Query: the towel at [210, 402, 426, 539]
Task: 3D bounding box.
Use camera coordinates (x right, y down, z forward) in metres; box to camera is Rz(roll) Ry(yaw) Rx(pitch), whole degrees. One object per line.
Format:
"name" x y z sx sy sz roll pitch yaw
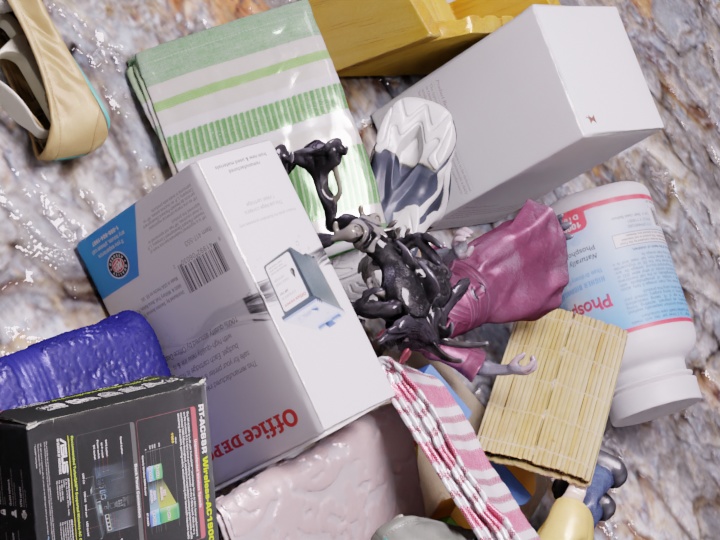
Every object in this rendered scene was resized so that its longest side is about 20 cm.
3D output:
"towel" -0.021 0.211 1.226 0.200 0.032 0.191 -26 113 -48

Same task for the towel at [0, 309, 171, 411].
"towel" -0.196 0.118 1.152 0.200 0.050 0.148 -22 91 -49

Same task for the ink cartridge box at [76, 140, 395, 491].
"ink cartridge box" -0.088 0.034 1.224 0.086 0.146 0.200 -24 86 -48

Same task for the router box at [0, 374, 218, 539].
"router box" -0.158 0.173 1.085 0.150 0.062 0.200 -10 98 -50

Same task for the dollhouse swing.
"dollhouse swing" 0.051 -0.264 1.525 0.200 0.182 0.176 -7 84 -46

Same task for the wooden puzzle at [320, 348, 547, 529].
"wooden puzzle" 0.064 0.157 1.380 0.185 0.046 0.200 49 43 -12

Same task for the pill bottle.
"pill bottle" 0.231 0.031 1.567 0.109 0.109 0.200 -1 69 -45

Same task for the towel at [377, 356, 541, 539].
"towel" 0.085 0.147 1.261 0.200 0.030 0.146 57 7 15

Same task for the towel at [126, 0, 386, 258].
"towel" -0.076 -0.094 1.346 0.152 0.023 0.200 -19 79 -13

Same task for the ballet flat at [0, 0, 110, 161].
"ballet flat" -0.247 -0.167 1.245 0.063 0.069 0.200 -31 90 -35

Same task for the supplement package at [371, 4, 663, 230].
"supplement package" 0.129 -0.126 1.485 0.117 0.200 0.117 -8 74 -46

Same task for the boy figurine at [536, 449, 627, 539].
"boy figurine" 0.147 0.225 1.380 0.064 0.124 0.200 24 41 16

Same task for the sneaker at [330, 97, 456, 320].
"sneaker" 0.020 -0.033 1.421 0.130 0.079 0.199 53 56 -76

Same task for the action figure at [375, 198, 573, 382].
"action figure" 0.076 0.014 1.400 0.200 0.149 0.134 -27 111 -37

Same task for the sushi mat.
"sushi mat" 0.157 0.096 1.434 0.096 0.012 0.200 16 38 8

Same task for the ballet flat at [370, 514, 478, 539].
"ballet flat" 0.051 0.195 1.231 0.064 0.067 0.200 38 0 17

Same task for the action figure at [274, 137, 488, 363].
"action figure" 0.000 0.000 1.270 0.200 0.102 0.119 51 46 8
